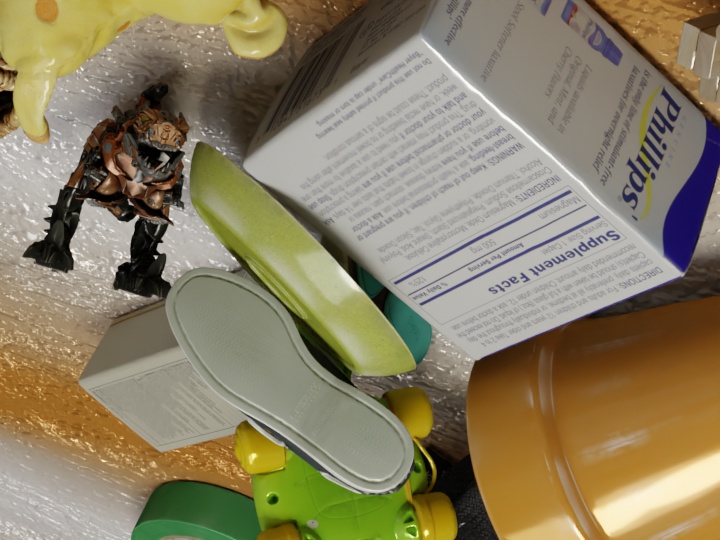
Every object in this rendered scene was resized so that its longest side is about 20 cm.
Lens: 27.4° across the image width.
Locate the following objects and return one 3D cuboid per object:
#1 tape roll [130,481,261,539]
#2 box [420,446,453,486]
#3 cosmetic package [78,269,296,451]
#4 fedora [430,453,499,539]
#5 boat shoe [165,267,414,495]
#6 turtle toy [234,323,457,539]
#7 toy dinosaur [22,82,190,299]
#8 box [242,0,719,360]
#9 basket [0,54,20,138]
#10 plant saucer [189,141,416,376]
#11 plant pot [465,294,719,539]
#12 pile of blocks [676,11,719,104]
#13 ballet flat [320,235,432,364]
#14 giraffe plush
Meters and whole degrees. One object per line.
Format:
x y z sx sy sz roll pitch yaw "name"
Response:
-0.133 0.290 1.487 0.198 0.048 0.201 18 145 13 "tape roll"
0.068 0.292 1.226 0.196 0.201 0.124 35 145 -14 "box"
-0.126 0.076 1.183 0.199 0.074 0.104 -19 126 45 "cosmetic package"
0.097 0.190 1.093 0.092 0.201 0.200 48 142 -7 "fedora"
-0.049 0.079 0.978 0.200 0.076 0.060 45 167 11 "boat shoe"
-0.021 0.133 1.050 0.144 0.202 0.101 -9 167 -15 "turtle toy"
-0.156 -0.056 1.002 0.101 0.137 0.200 14 173 0 "toy dinosaur"
0.070 -0.067 0.842 0.200 0.106 0.183 40 145 -18 "box"
-0.294 -0.124 0.965 0.199 0.150 0.143 -15 129 43 "basket"
-0.045 0.001 0.942 0.200 0.031 0.200 45 172 8 "plant saucer"
0.196 0.102 0.924 0.182 0.201 0.200 -27 121 32 "plant pot"
0.215 -0.121 0.685 0.083 0.062 0.200 62 147 14 "pile of blocks"
0.000 0.000 1.013 0.062 0.068 0.201 18 146 28 "ballet flat"
-0.125 -0.178 0.800 0.160 0.201 0.174 -13 134 3 "giraffe plush"
